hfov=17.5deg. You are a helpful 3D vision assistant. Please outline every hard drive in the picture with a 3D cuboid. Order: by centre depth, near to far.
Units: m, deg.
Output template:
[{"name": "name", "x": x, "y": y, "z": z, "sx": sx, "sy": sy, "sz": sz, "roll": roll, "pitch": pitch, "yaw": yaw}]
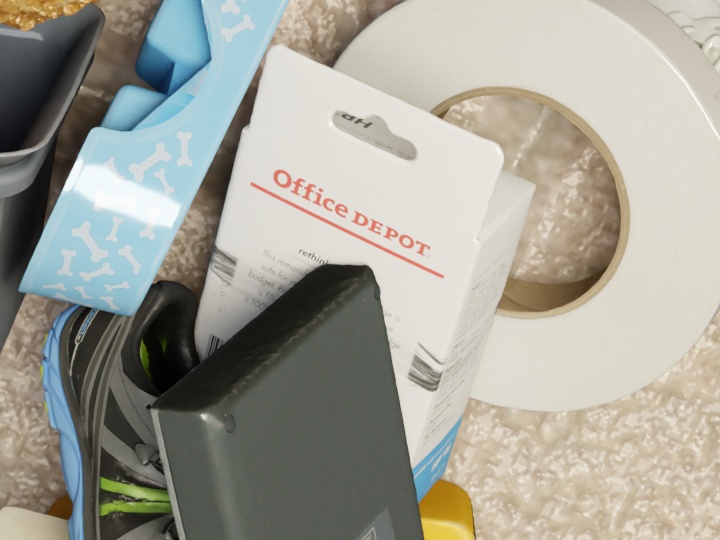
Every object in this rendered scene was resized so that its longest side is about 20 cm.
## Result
[{"name": "hard drive", "x": -0.019, "y": 0.115, "z": 0.944, "sx": 0.033, "sy": 0.140, "sz": 0.200, "roll": 2, "pitch": 114, "yaw": 29}]

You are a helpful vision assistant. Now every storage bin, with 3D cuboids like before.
[{"name": "storage bin", "x": -0.196, "y": -0.032, "z": 0.993, "sx": 0.145, "sy": 0.200, "sz": 0.134, "roll": 8, "pitch": 114, "yaw": -1}]

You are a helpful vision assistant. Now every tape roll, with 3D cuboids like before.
[{"name": "tape roll", "x": 0.072, "y": -0.035, "z": 1.021, "sx": 0.203, "sy": 0.037, "sz": 0.203, "roll": 10, "pitch": 116, "yaw": 22}]

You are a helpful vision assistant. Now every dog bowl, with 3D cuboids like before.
[{"name": "dog bowl", "x": -0.077, "y": -0.070, "z": 0.972, "sx": 0.050, "sy": 0.111, "sz": 0.200, "roll": 27, "pitch": 78, "yaw": -6}]

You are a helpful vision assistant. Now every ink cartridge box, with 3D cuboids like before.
[{"name": "ink cartridge box", "x": 0.000, "y": 0.000, "z": 1.008, "sx": 0.116, "sy": 0.068, "sz": 0.200, "roll": 26, "pitch": 122, "yaw": 15}]

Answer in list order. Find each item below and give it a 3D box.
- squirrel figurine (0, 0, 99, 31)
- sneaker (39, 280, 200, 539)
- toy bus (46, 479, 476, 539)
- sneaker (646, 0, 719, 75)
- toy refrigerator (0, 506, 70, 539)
[{"name": "squirrel figurine", "x": -0.145, "y": -0.168, "z": 0.973, "sx": 0.187, "sy": 0.200, "sz": 0.142, "roll": 4, "pitch": 145, "yaw": -16}, {"name": "sneaker", "x": -0.076, "y": 0.094, "z": 0.979, "sx": 0.083, "sy": 0.071, "sz": 0.200, "roll": -28, "pitch": 67, "yaw": 25}, {"name": "toy bus", "x": -0.046, "y": 0.137, "z": 1.085, "sx": 0.200, "sy": 0.065, "sz": 0.078, "roll": -4, "pitch": 104, "yaw": 2}, {"name": "sneaker", "x": 0.174, "y": -0.084, "z": 1.019, "sx": 0.200, "sy": 0.099, "sz": 0.078, "roll": 15, "pitch": 101, "yaw": -2}, {"name": "toy refrigerator", "x": -0.140, "y": 0.211, "z": 1.057, "sx": 0.076, "sy": 0.070, "sz": 0.200, "roll": 13, "pitch": 124, "yaw": 11}]
